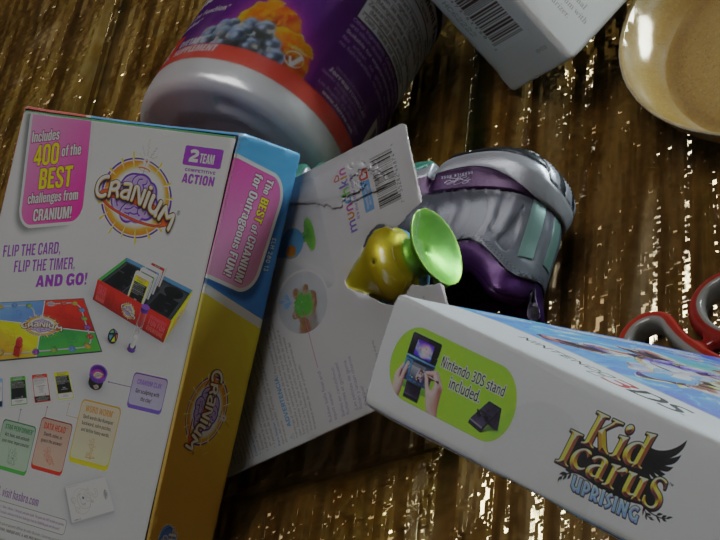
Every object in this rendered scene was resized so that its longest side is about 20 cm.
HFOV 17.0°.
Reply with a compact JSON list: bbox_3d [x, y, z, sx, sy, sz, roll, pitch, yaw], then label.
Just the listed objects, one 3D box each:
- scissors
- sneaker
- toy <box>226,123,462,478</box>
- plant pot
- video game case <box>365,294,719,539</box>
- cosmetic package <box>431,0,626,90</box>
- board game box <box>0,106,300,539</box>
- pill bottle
[{"bbox_3d":[0.174,0.056,0.966,0.073,0.014,0.200,-34,36,-7],"label":"scissors"},{"bbox_3d":[0.000,0.000,1.113,0.199,0.074,0.088,-10,51,31],"label":"sneaker"},{"bbox_3d":[-0.033,0.028,1.086,0.200,0.047,0.116,-28,65,36],"label":"toy"},{"bbox_3d":[0.219,-0.124,1.134,0.199,0.028,0.201,-20,38,16],"label":"plant pot"},{"bbox_3d":[0.133,0.066,0.835,0.181,0.199,0.046,26,101,49],"label":"video game case"},{"bbox_3d":[0.118,-0.198,1.217,0.200,0.101,0.071,-46,9,-22],"label":"cosmetic package"},{"bbox_3d":[-0.114,0.032,1.093,0.153,0.040,0.201,10,86,43],"label":"board game box"},{"bbox_3d":[-0.022,-0.125,1.240,0.111,0.112,0.200,0,46,36],"label":"pill bottle"}]
